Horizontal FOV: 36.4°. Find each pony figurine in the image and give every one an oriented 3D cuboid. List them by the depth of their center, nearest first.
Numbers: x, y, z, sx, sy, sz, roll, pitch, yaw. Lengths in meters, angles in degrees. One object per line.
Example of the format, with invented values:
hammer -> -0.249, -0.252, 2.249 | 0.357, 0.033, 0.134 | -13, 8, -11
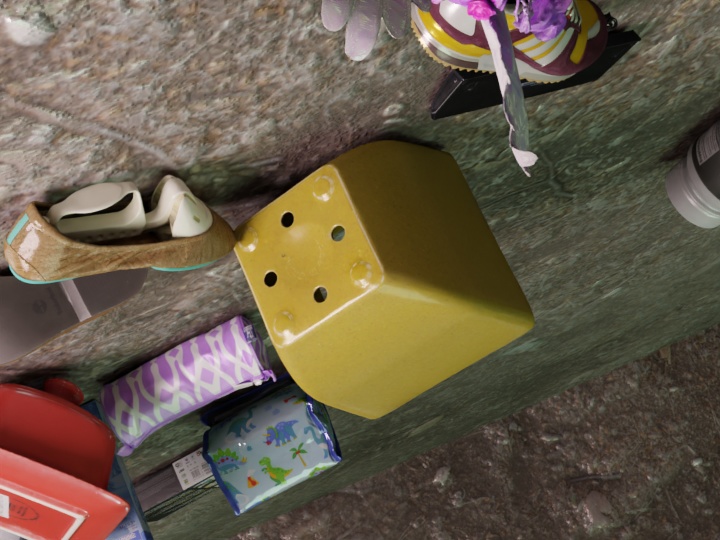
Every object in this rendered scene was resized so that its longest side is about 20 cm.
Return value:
pony figurine -> 0.067, -0.173, 0.587 | 0.200, 0.194, 0.166 | -34, 128, 27

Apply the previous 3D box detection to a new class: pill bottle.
pill bottle -> 0.476, -0.141, 1.342 | 0.114, 0.114, 0.200 | -13, 158, -35

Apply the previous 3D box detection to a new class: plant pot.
plant pot -> 0.000, 0.000, 0.962 | 0.194, 0.196, 0.200 | -33, 157, 21

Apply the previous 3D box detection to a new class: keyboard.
keyboard -> 0.158, -0.181, 0.937 | 0.199, 0.021, 0.127 | -18, 167, -28

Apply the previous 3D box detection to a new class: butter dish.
butter dish -> -0.324, 0.178, 1.103 | 0.199, 0.148, 0.200 | 24, 146, -13

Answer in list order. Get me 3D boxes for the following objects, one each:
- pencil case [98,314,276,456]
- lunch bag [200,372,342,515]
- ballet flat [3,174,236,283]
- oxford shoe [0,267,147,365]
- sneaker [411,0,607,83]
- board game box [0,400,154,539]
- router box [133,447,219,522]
pencil case -> -0.191, 0.126, 1.219 | 0.199, 0.086, 0.084 | -27, 161, 6
lunch bag -> -0.128, 0.226, 1.540 | 0.170, 0.128, 0.200 | -26, -168, 0
ballet flat -> -0.172, -0.037, 0.835 | 0.199, 0.068, 0.072 | -7, 136, -38
oxford shoe -> -0.267, 0.035, 0.882 | 0.199, 0.072, 0.071 | -18, 176, -13
sneaker -> 0.131, -0.188, 0.786 | 0.200, 0.075, 0.090 | -11, 163, -42
board game box -> -0.354, 0.279, 1.239 | 0.199, 0.200, 0.043 | -25, 161, -6
router box -> -0.290, 0.345, 1.766 | 0.200, 0.051, 0.149 | -29, 164, 9
